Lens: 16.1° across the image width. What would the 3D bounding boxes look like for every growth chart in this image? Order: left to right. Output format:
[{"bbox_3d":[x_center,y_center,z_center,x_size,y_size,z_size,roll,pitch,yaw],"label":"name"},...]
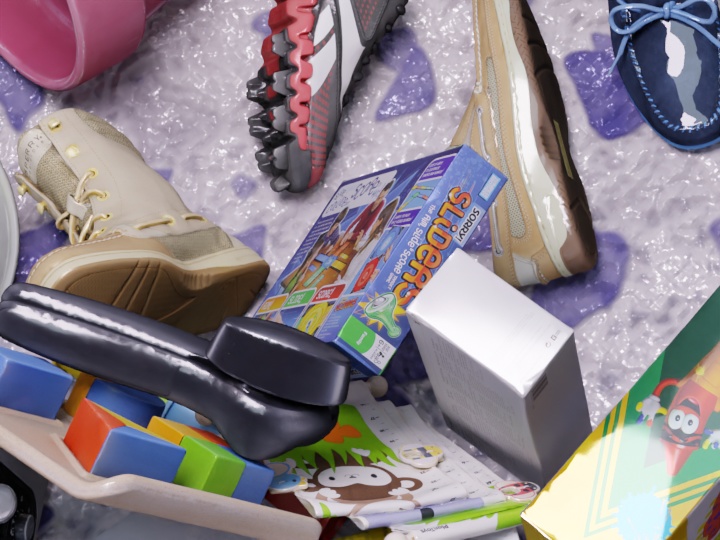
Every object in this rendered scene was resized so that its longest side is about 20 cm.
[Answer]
[{"bbox_3d":[0.007,0.109,1.436,0.144,0.018,0.200,-12,28,-35],"label":"growth chart"}]

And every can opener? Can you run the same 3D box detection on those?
[{"bbox_3d":[-0.103,0.047,1.380,0.199,0.063,0.079,17,101,5],"label":"can opener"}]

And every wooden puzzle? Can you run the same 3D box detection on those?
[{"bbox_3d":[-0.138,0.086,1.363,0.200,0.185,0.046,23,91,38],"label":"wooden puzzle"}]

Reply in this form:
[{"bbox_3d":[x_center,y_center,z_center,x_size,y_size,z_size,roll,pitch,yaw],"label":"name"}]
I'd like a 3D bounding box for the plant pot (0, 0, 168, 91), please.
[{"bbox_3d":[-0.162,-0.240,1.592,0.179,0.200,0.200,-34,67,-22],"label":"plant pot"}]

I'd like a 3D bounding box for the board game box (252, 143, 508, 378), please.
[{"bbox_3d":[0.000,0.000,1.465,0.034,0.200,0.136,37,76,-14],"label":"board game box"}]

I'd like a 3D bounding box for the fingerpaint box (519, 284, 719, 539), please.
[{"bbox_3d":[0.171,0.121,1.386,0.073,0.200,0.167,38,79,20],"label":"fingerpaint box"}]

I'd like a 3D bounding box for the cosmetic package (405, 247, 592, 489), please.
[{"bbox_3d":[0.082,0.061,1.422,0.082,0.200,0.051,34,77,18],"label":"cosmetic package"}]

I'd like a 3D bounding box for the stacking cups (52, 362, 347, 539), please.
[{"bbox_3d":[-0.094,0.095,1.512,0.200,0.061,0.061,38,78,18],"label":"stacking cups"}]

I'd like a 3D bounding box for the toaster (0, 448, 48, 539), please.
[{"bbox_3d":[-0.296,0.168,1.479,0.199,0.119,0.182,7,69,11],"label":"toaster"}]

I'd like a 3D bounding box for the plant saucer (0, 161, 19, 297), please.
[{"bbox_3d":[-0.306,-0.017,1.533,0.199,0.050,0.201,-2,101,-8],"label":"plant saucer"}]

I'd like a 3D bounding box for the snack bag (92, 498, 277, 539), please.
[{"bbox_3d":[-0.101,0.193,1.368,0.200,0.021,0.188,-34,43,-20],"label":"snack bag"}]

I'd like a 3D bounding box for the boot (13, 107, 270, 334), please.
[{"bbox_3d":[-0.161,-0.028,1.507,0.155,0.200,0.073,44,116,22],"label":"boot"}]

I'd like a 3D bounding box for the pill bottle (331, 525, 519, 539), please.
[{"bbox_3d":[0.001,0.205,1.423,0.199,0.114,0.115,-16,67,2],"label":"pill bottle"}]

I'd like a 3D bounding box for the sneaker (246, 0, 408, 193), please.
[{"bbox_3d":[-0.017,-0.146,1.583,0.097,0.071,0.201,6,85,-21],"label":"sneaker"}]

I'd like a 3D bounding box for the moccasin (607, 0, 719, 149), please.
[{"bbox_3d":[0.180,-0.172,1.571,0.080,0.068,0.201,-16,67,2],"label":"moccasin"}]

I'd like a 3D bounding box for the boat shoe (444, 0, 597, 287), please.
[{"bbox_3d":[0.085,-0.085,1.555,0.076,0.072,0.201,-18,65,18],"label":"boat shoe"}]
